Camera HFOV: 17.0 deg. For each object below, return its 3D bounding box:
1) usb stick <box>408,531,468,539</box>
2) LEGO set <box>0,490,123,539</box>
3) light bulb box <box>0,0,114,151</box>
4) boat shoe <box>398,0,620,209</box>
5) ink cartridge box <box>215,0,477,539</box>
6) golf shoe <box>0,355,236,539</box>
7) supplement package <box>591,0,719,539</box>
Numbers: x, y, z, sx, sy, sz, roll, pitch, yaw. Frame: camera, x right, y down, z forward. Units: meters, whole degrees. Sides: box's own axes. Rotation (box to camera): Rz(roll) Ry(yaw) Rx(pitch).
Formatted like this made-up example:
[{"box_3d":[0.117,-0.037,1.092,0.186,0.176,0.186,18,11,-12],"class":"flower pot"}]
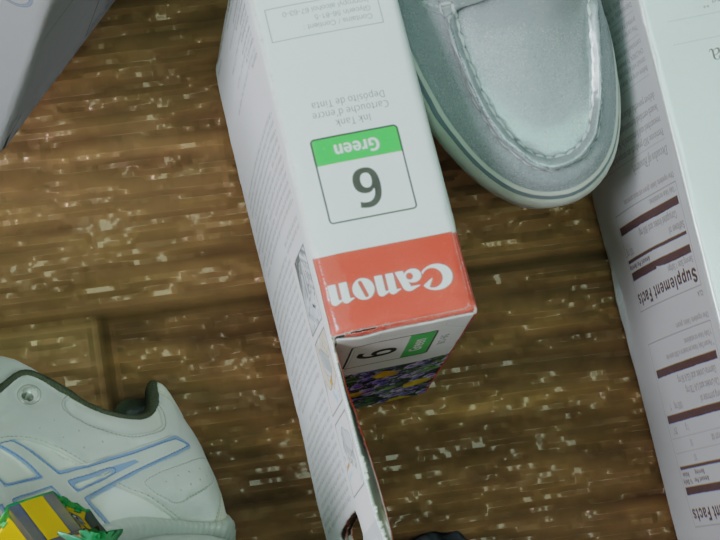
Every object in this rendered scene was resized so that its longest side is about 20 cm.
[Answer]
[{"box_3d":[-0.042,0.152,0.803,0.200,0.033,0.055,-28,57,-11],"class":"usb stick"},{"box_3d":[-0.103,0.173,0.667,0.154,0.116,0.200,-8,118,-29],"class":"LEGO set"},{"box_3d":[-0.138,-0.184,0.771,0.200,0.125,0.198,34,62,-2],"class":"light bulb box"},{"box_3d":[0.037,-0.117,0.764,0.070,0.072,0.201,-17,91,-8],"class":"boat shoe"},{"box_3d":[0.000,0.000,0.783,0.050,0.109,0.200,-12,76,-11],"class":"ink cartridge box"},{"box_3d":[-0.127,0.076,0.760,0.200,0.078,0.097,5,62,-46],"class":"golf shoe"},{"box_3d":[0.150,-0.014,0.818,0.114,0.110,0.200,-13,84,-10],"class":"supplement package"}]
